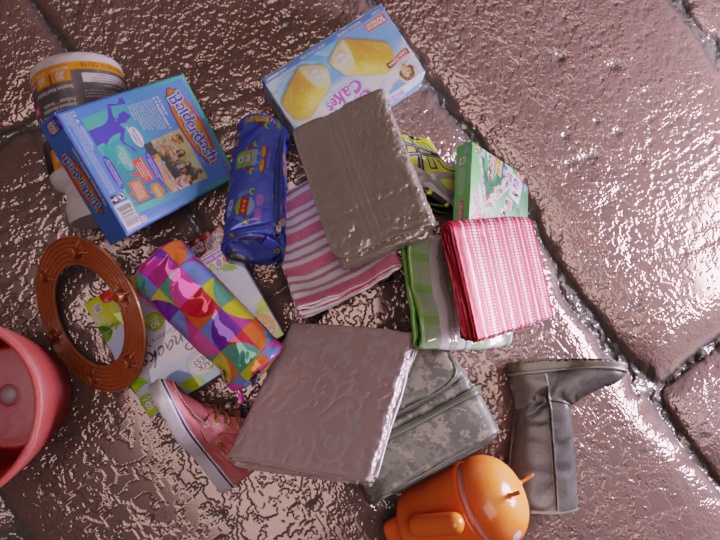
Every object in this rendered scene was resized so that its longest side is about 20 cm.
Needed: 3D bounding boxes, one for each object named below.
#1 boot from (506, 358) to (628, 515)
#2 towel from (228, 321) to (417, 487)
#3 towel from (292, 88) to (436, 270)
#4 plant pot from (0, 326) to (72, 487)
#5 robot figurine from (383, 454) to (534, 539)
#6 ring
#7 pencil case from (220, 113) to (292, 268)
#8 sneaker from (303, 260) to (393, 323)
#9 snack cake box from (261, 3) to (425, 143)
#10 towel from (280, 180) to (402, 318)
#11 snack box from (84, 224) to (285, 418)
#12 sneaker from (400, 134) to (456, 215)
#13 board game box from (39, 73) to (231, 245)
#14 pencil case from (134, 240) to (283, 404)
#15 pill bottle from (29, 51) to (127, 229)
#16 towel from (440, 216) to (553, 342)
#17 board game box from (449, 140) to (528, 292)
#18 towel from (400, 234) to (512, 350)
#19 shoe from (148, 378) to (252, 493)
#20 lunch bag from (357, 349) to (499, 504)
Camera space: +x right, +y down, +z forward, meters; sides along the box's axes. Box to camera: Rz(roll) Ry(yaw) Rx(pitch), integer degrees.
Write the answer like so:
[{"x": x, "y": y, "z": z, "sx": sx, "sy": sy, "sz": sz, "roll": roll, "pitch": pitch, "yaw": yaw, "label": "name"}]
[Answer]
[{"x": 0.282, "y": 0.224, "z": 0.859, "sx": 0.179, "sy": 0.073, "sz": 0.203, "roll": -5, "pitch": 78, "yaw": 8, "label": "boot"}, {"x": -0.041, "y": 0.151, "z": 0.753, "sx": 0.188, "sy": 0.032, "sz": 0.201, "roll": 1, "pitch": 47, "yaw": 27, "label": "towel"}, {"x": 0.003, "y": -0.111, "z": 0.769, "sx": 0.131, "sy": 0.034, "sz": 0.203, "roll": -22, "pitch": 75, "yaw": 12, "label": "towel"}, {"x": -0.441, "y": 0.155, "z": 0.739, "sx": 0.197, "sy": 0.177, "sz": 0.204, "roll": 1, "pitch": 85, "yaw": -6, "label": "plant pot"}, {"x": 0.124, "y": 0.307, "z": 0.788, "sx": 0.199, "sy": 0.117, "sz": 0.144, "roll": -35, "pitch": 119, "yaw": 22, "label": "robot figurine"}, {"x": -0.339, "y": 0.058, "z": 0.775, "sx": 0.198, "sy": 0.019, "sz": 0.204, "roll": 9, "pitch": 109, "yaw": 28, "label": "ring"}, {"x": -0.130, "y": -0.105, "z": 0.813, "sx": 0.086, "sy": 0.078, "sz": 0.203, "roll": -15, "pitch": 60, "yaw": 29, "label": "pencil case"}, {"x": 0.000, "y": 0.000, "z": 0.857, "sx": 0.095, "sy": 0.079, "sz": 0.201, "roll": 39, "pitch": 83, "yaw": -12, "label": "sneaker"}, {"x": -0.024, "y": -0.258, "z": 0.876, "sx": 0.199, "sy": 0.067, "sz": 0.116, "roll": -35, "pitch": 88, "yaw": -8, "label": "snack cake box"}, {"x": -0.045, "y": -0.048, "z": 0.816, "sx": 0.145, "sy": 0.030, "sz": 0.202, "roll": -27, "pitch": 57, "yaw": 3, "label": "towel"}, {"x": -0.224, "y": 0.065, "z": 0.825, "sx": 0.198, "sy": 0.068, "sz": 0.170, "roll": -30, "pitch": 88, "yaw": -7, "label": "snack box"}, {"x": 0.056, "y": -0.156, "z": 0.864, "sx": 0.199, "sy": 0.075, "sz": 0.077, "roll": 34, "pitch": 71, "yaw": -26, "label": "sneaker"}, {"x": -0.261, "y": -0.143, "z": 0.777, "sx": 0.200, "sy": 0.045, "sz": 0.154, "roll": -41, "pitch": 108, "yaw": -48, "label": "board game box"}, {"x": -0.182, "y": 0.058, "z": 0.756, "sx": 0.088, "sy": 0.088, "sz": 0.200, "roll": -43, "pitch": 89, "yaw": -8, "label": "pencil case"}, {"x": -0.345, "y": -0.163, "z": 0.810, "sx": 0.115, "sy": 0.116, "sz": 0.203, "roll": -13, "pitch": 86, "yaw": -7, "label": "pill bottle"}, {"x": 0.176, "y": 0.005, "z": 0.795, "sx": 0.198, "sy": 0.022, "sz": 0.147, "roll": -7, "pitch": 84, "yaw": -46, "label": "towel"}, {"x": 0.175, "y": -0.054, "z": 0.842, "sx": 0.134, "sy": 0.029, "sz": 0.203, "roll": 21, "pitch": 67, "yaw": -38, "label": "board game box"}, {"x": 0.130, "y": 0.027, "z": 0.815, "sx": 0.198, "sy": 0.030, "sz": 0.152, "roll": 5, "pitch": 72, "yaw": -46, "label": "towel"}, {"x": -0.177, "y": 0.188, "z": 0.782, "sx": 0.090, "sy": 0.071, "sz": 0.202, "roll": -32, "pitch": 127, "yaw": -12, "label": "shoe"}, {"x": 0.053, "y": 0.183, "z": 0.813, "sx": 0.198, "sy": 0.140, "sz": 0.169, "roll": -25, "pitch": 70, "yaw": -8, "label": "lunch bag"}]
